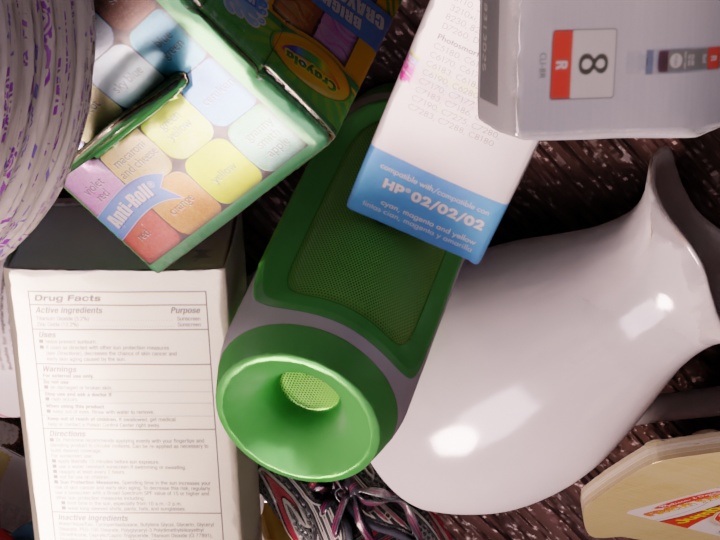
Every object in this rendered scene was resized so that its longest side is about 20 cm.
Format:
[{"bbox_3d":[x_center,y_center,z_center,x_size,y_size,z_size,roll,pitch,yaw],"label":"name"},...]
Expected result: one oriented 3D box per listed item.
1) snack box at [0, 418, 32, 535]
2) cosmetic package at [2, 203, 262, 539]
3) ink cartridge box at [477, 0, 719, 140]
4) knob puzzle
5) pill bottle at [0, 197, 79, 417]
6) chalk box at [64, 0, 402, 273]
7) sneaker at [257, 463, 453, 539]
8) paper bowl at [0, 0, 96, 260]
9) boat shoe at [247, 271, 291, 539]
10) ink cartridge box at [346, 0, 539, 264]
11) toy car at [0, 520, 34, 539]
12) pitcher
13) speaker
[{"bbox_3d":[-0.241,0.115,1.281,0.199,0.037,0.116,27,133,-3],"label":"snack box"},{"bbox_3d":[-0.102,0.073,1.021,0.103,0.073,0.201,1,115,4],"label":"cosmetic package"},{"bbox_3d":[0.144,-0.133,0.818,0.199,0.050,0.163,-3,104,-13],"label":"ink cartridge box"},{"bbox_3d":[0.192,0.092,1.048,0.218,0.031,0.220,-6,161,-2],"label":"knob puzzle"},{"bbox_3d":[-0.189,0.019,1.129,0.199,0.114,0.114,0,129,22],"label":"pill bottle"},{"bbox_3d":[-0.075,-0.096,0.928,0.124,0.200,0.125,43,130,-17],"label":"chalk box"},{"bbox_3d":[-0.010,0.101,1.083,0.081,0.075,0.200,-39,98,2],"label":"sneaker"},{"bbox_3d":[-0.186,-0.090,0.831,0.200,0.104,0.202,6,101,30],"label":"paper bowl"},{"bbox_3d":[-0.042,0.098,1.158,0.074,0.086,0.203,8,132,13],"label":"boat shoe"},{"bbox_3d":[0.067,-0.116,0.915,0.068,0.115,0.200,24,133,0],"label":"ink cartridge box"},{"bbox_3d":[-0.280,0.148,1.217,0.177,0.184,0.201,-36,81,39],"label":"toy car"},{"bbox_3d":[0.110,0.048,1.051,0.200,0.122,0.171,-32,128,26],"label":"pitcher"},{"bbox_3d":[0.000,0.000,0.981,0.088,0.200,0.089,10,132,12],"label":"speaker"}]
